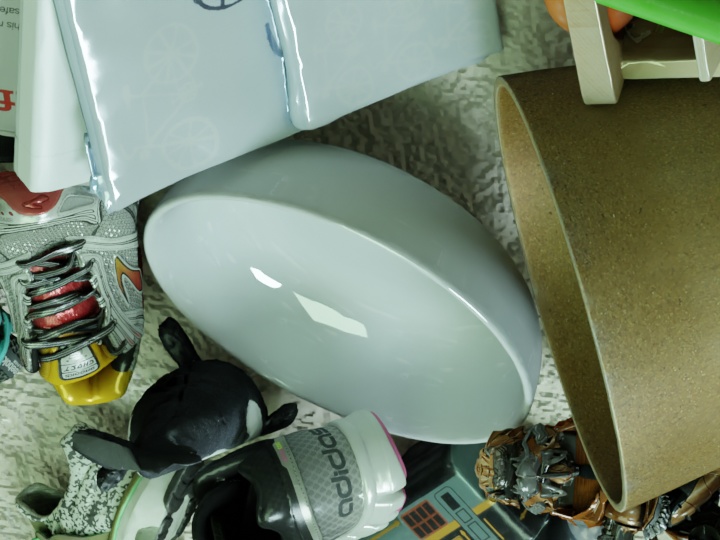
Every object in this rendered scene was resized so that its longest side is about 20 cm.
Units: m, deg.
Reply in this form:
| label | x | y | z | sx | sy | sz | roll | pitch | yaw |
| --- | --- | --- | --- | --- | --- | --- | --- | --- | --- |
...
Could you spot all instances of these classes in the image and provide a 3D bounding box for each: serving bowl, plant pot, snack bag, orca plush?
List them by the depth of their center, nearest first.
| label | x | y | z | sx | sy | sz | roll | pitch | yaw |
| --- | --- | --- | --- | --- | --- | --- | --- | --- | --- |
| snack bag | -0.039 | -0.130 | 1.049 | 0.199 | 0.021 | 0.189 | -22 | 132 | -14 |
| plant pot | 0.175 | -0.017 | 1.053 | 0.199 | 0.187 | 0.187 | -16 | 128 | -3 |
| serving bowl | 0.000 | 0.000 | 1.180 | 0.199 | 0.066 | 0.200 | 22 | 155 | 11 |
| orca plush | -0.098 | 0.062 | 1.236 | 0.105 | 0.200 | 0.072 | -20 | 88 | 19 |

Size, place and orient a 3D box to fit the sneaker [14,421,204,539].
| label | x | y | z | sx | sy | sz | roll | pitch | yaw |
| --- | --- | --- | --- | --- | --- | --- | --- | --- | --- |
| sneaker | -0.152 | 0.152 | 1.393 | 0.088 | 0.077 | 0.201 | 33 | 129 | 7 |

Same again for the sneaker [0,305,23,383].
| label | x | y | z | sx | sy | sz | roll | pitch | yaw |
| --- | --- | --- | --- | --- | --- | --- | --- | --- | --- |
| sneaker | -0.203 | 0.025 | 1.261 | 0.091 | 0.078 | 0.200 | 26 | 168 | -20 |

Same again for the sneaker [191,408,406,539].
| label | x | y | z | sx | sy | sz | roll | pitch | yaw |
| --- | --- | --- | --- | --- | --- | --- | --- | --- | --- |
| sneaker | -0.053 | 0.129 | 1.268 | 0.087 | 0.074 | 0.200 | -8 | 160 | -28 |

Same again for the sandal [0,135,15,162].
| label | x | y | z | sx | sy | sz | roll | pitch | yaw |
| --- | --- | --- | --- | --- | --- | --- | --- | --- | --- |
| sandal | -0.173 | -0.075 | 1.201 | 0.199 | 0.075 | 0.048 | 0 | 93 | 19 |

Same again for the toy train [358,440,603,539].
| label | x | y | z | sx | sy | sz | roll | pitch | yaw |
| --- | --- | --- | --- | --- | --- | --- | --- | --- | --- |
| toy train | 0.039 | 0.152 | 1.314 | 0.114 | 0.085 | 0.200 | 48 | 132 | -6 |

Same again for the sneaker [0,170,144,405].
| label | x | y | z | sx | sy | sz | roll | pitch | yaw |
| --- | --- | --- | --- | --- | --- | --- | --- | --- | --- |
| sneaker | -0.132 | 0.006 | 1.188 | 0.077 | 0.083 | 0.200 | -9 | 159 | 2 |

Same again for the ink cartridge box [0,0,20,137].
| label | x | y | z | sx | sy | sz | roll | pitch | yaw |
| --- | --- | --- | --- | --- | --- | --- | --- | --- | --- |
| ink cartridge box | -0.177 | -0.165 | 1.102 | 0.144 | 0.084 | 0.201 | 9 | 132 | 10 |

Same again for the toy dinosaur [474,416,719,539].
| label | x | y | z | sx | sy | sz | roll | pitch | yaw |
| --- | --- | --- | --- | --- | --- | --- | --- | --- | --- |
| toy dinosaur | 0.154 | 0.087 | 1.177 | 0.135 | 0.199 | 0.103 | 6 | 115 | 57 |

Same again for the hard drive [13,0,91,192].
| label | x | y | z | sx | sy | sz | roll | pitch | yaw |
| --- | --- | --- | --- | --- | --- | --- | --- | --- | --- |
| hard drive | -0.082 | -0.135 | 1.067 | 0.027 | 0.131 | 0.201 | 47 | 141 | 40 |

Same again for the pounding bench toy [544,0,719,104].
| label | x | y | z | sx | sy | sz | roll | pitch | yaw |
| --- | --- | --- | --- | --- | --- | --- | --- | --- | --- |
| pounding bench toy | 0.137 | -0.126 | 0.948 | 0.155 | 0.201 | 0.125 | 0 | 130 | 19 |
